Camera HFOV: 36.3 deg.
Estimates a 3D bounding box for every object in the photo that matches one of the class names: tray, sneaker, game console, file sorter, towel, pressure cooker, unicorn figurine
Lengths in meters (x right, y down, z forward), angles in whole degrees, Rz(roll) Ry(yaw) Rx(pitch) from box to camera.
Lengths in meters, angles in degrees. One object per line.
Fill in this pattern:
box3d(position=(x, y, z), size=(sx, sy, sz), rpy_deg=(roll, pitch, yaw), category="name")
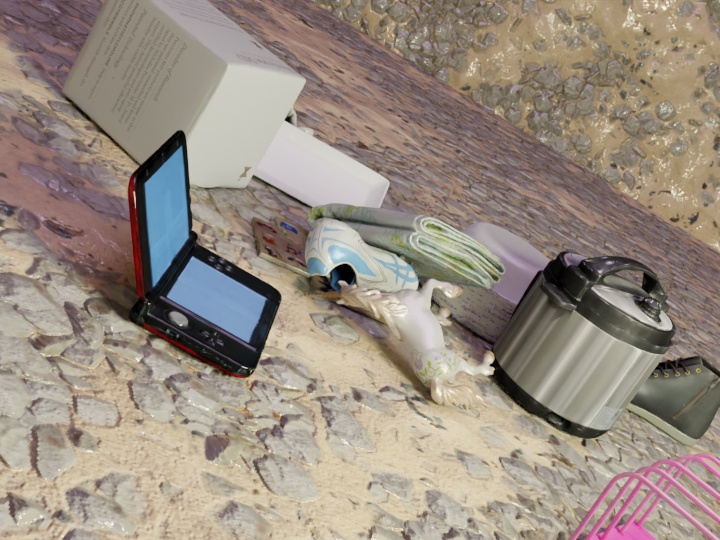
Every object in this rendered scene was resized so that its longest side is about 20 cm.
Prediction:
box3d(position=(-0.063, -0.127, 1.493), size=(0.199, 0.022, 0.108), rpy_deg=(29, 53, -9), category="tray")
box3d(position=(0.000, 0.000, 1.263), size=(0.072, 0.073, 0.200), rpy_deg=(11, -10, 36), category="sneaker")
box3d(position=(-0.138, -0.222, 1.572), size=(0.200, 0.087, 0.075), rpy_deg=(39, 22, 24), category="sneaker")
box3d(position=(-0.136, -0.020, 1.011), size=(0.172, 0.119, 0.200), rpy_deg=(29, 19, -6), category="game console")
box3d(position=(0.290, 0.251, 0.988), size=(0.139, 0.126, 0.200), rpy_deg=(42, 21, 29), category="file sorter")
box3d(position=(0.390, 0.137, 1.463), size=(0.200, 0.106, 0.075), rpy_deg=(31, 19, -2), category="sneaker")
box3d(position=(0.057, -0.034, 1.334), size=(0.171, 0.048, 0.200), rpy_deg=(26, -11, -41), category="towel")
box3d(position=(0.270, 0.073, 1.291), size=(0.178, 0.200, 0.176), rpy_deg=(32, 19, 3), category="pressure cooker")
box3d(position=(0.061, 0.062, 1.176), size=(0.137, 0.074, 0.200), rpy_deg=(-5, 45, -44), category="unicorn figurine")

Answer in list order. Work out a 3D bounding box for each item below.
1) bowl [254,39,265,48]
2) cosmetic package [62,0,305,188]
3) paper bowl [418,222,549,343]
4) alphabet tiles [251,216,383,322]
box3d(position=(-0.239, -0.291, 1.537), size=(0.199, 0.108, 0.200), rpy_deg=(20, 19, -7), category="bowl")
box3d(position=(-0.212, -0.223, 1.329), size=(0.200, 0.167, 0.167), rpy_deg=(41, 20, 22), category="cosmetic package")
box3d(position=(0.184, 0.012, 1.462), size=(0.200, 0.105, 0.201), rpy_deg=(28, 17, -10), category="paper bowl")
box3d(position=(-0.036, -0.002, 1.299), size=(0.199, 0.008, 0.167), rpy_deg=(24, 20, -21), category="alphabet tiles")
